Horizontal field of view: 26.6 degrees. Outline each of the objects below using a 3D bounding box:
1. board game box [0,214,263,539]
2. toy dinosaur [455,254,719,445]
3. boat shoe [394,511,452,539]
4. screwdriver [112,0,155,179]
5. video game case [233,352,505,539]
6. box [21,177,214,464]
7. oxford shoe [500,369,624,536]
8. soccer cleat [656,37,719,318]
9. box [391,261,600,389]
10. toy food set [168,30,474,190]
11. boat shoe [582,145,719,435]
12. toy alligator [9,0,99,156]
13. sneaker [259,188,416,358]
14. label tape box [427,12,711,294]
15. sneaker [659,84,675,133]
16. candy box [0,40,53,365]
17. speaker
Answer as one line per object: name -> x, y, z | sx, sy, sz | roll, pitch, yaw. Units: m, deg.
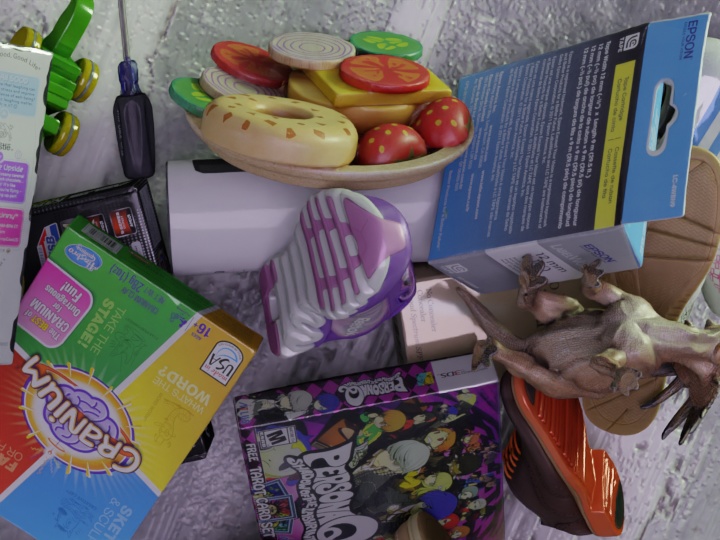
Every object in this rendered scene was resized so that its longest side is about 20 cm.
board game box -> -0.183, 0.088, 1.037 | 0.152, 0.040, 0.201 | 33, 102, -5
toy dinosaur -> 0.154, 0.056, 0.976 | 0.135, 0.199, 0.087 | 35, 64, -49
boat shoe -> 0.050, 0.254, 1.108 | 0.064, 0.072, 0.201 | -15, 130, 7
screwdriver -> -0.164, -0.163, 1.058 | 0.028, 0.029, 0.202 | -5, 99, -6
video game case -> 0.012, 0.152, 1.084 | 0.180, 0.036, 0.201 | -10, 132, -4
box -> -0.204, 0.050, 1.072 | 0.159, 0.044, 0.202 | -12, 102, 4
oxford shoe -> 0.129, 0.135, 1.088 | 0.072, 0.072, 0.200 | -9, 137, 23
soccer cleat -> 0.228, -0.060, 1.055 | 0.086, 0.070, 0.202 | -7, 104, 0
box -> 0.123, 0.028, 1.098 | 0.198, 0.078, 0.096 | -11, 102, -4
toy food set -> -0.024, -0.109, 1.000 | 0.198, 0.198, 0.049 | -6, 119, -21
boat shoe -> 0.194, 0.008, 1.029 | 0.070, 0.069, 0.202 | 18, 107, 9
toy alligator -> -0.231, -0.095, 1.036 | 0.059, 0.054, 0.202 | 24, 81, -34
sneaker -> 0.000, 0.000, 0.982 | 0.088, 0.200, 0.081 | -4, 75, -20
label tape box -> 0.145, -0.071, 0.982 | 0.066, 0.199, 0.144 | 30, 62, -40
sneaker -> 0.196, -0.110, 1.093 | 0.198, 0.060, 0.105 | -6, 103, -11
candy box -> -0.287, -0.053, 0.982 | 0.071, 0.167, 0.202 | 4, 96, -50
speaker -> -0.035, -0.041, 1.067 | 0.198, 0.081, 0.082 | -3, 101, -5
